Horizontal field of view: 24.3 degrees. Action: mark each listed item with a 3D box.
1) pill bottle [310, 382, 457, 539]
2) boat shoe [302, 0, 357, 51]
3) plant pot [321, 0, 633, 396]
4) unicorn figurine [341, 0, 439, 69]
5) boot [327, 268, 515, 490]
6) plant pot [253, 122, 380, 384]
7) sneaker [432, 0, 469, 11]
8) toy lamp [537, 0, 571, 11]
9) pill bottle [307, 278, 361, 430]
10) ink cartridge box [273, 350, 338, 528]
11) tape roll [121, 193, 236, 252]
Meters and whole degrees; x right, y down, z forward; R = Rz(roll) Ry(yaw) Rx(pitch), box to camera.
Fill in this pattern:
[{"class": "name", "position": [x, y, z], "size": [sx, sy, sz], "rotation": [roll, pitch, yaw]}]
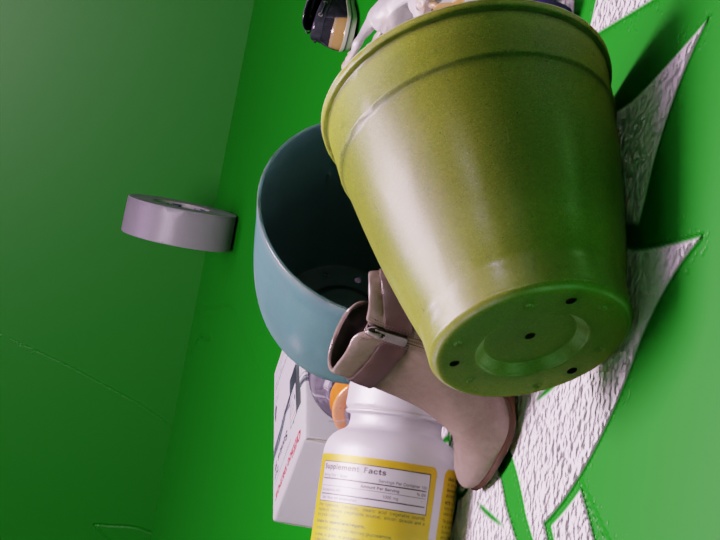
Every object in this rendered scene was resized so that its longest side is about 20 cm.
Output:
[{"class": "pill bottle", "position": [0.019, 0.193, 1.337], "size": [0.112, 0.111, 0.202], "rotation": [152, 127, -75]}, {"class": "boat shoe", "position": [-0.045, -0.344, 2.203], "size": [0.200, 0.062, 0.075], "rotation": [-101, 22, -63]}, {"class": "plant pot", "position": [0.087, -0.032, 1.066], "size": [0.201, 0.198, 0.194], "rotation": [115, 149, -52]}, {"class": "unicorn figurine", "position": [0.038, -0.255, 1.692], "size": [0.201, 0.073, 0.138], "rotation": [-89, 24, -59]}, {"class": "boot", "position": [0.048, 0.075, 1.214], "size": [0.071, 0.145, 0.201], "rotation": [-100, 22, -53]}, {"class": "plant pot", "position": [0.000, 0.000, 1.401], "size": [0.162, 0.198, 0.202], "rotation": [108, 166, -53]}, {"class": "sneaker", "position": [0.106, -0.199, 1.312], "size": [0.076, 0.087, 0.201], "rotation": [-106, 25, -45]}, {"class": "toy lamp", "position": [0.117, -0.101, 1.255], "size": [0.058, 0.058, 0.202], "rotation": [-179, 102, -78]}, {"class": "pill bottle", "position": [0.001, 0.071, 1.539], "size": [0.201, 0.105, 0.107], "rotation": [-101, 24, -58]}, {"class": "ink cartridge box", "position": [-0.036, 0.143, 1.710], "size": [0.201, 0.082, 0.147], "rotation": [-93, 17, -44]}, {"class": "tape roll", "position": [-0.323, -0.085, 2.973], "size": [0.200, 0.198, 0.067], "rotation": [-146, 67, -77]}]
